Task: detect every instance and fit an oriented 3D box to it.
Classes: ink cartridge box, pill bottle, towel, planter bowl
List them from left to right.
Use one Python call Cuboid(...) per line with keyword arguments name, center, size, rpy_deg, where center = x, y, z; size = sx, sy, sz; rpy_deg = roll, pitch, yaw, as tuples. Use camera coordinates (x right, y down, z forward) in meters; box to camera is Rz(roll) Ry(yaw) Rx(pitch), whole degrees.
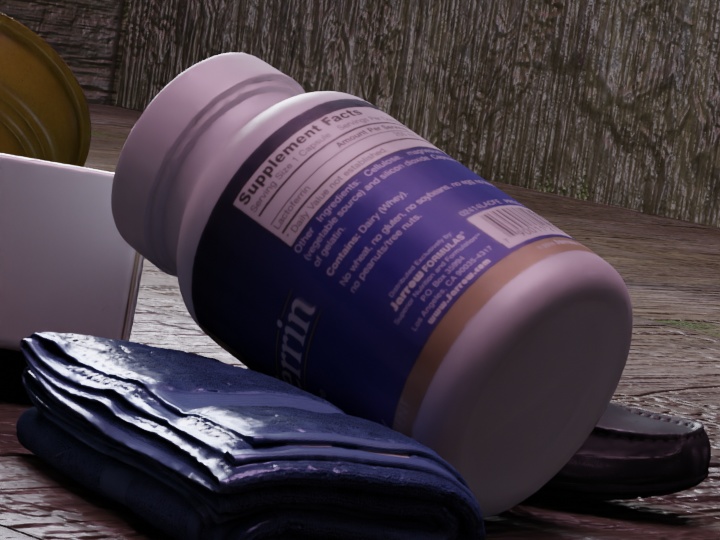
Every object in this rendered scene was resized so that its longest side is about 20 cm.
Cuboid(name="planter bowl", center=(-0.238, -0.045, 1.458), size=(0.199, 0.201, 0.084), rpy_deg=(8, 49, -11))
Cuboid(name="ink cartridge box", center=(-0.171, -0.010, 1.303), size=(0.145, 0.084, 0.200), rpy_deg=(9, -1, -5))
Cuboid(name="towel", center=(-0.044, 0.064, 1.032), size=(0.111, 0.049, 0.200), rpy_deg=(7, 5, -29))
Cuboid(name="pill bottle", center=(0.000, 0.000, 1.128), size=(0.200, 0.116, 0.116), rpy_deg=(36, 20, 32))

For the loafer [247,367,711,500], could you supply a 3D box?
Cuboid(name="loafer", center=(0.049, 0.051, 1.191), size=(0.200, 0.071, 0.068), rpy_deg=(10, 6, 14))
